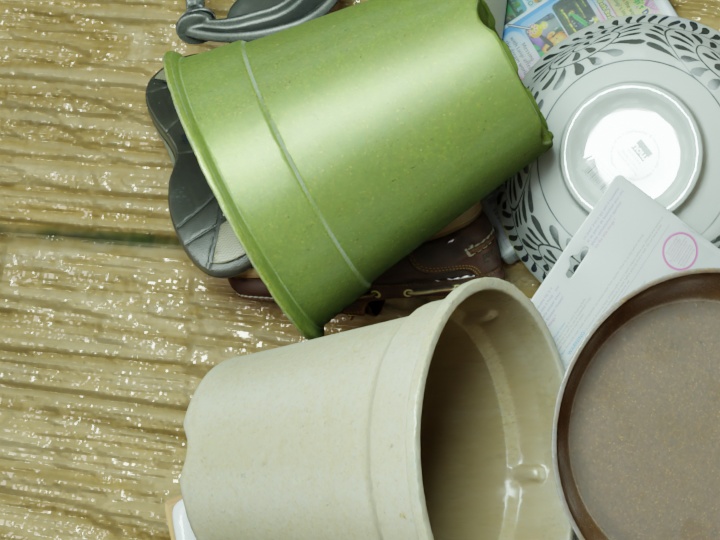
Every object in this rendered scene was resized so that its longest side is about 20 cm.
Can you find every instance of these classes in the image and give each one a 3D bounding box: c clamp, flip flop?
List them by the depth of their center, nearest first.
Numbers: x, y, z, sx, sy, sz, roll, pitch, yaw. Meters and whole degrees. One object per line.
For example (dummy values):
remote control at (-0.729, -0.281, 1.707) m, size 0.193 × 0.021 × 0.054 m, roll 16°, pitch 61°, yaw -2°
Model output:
flip flop at (-0.099, -0.068, 1.625) m, size 0.081 × 0.058 × 0.201 m, roll -21°, pitch 46°, yaw -4°
c clamp at (-0.094, -0.219, 1.659) m, size 0.170 × 0.027 × 0.201 m, roll -16°, pitch 46°, yaw 1°

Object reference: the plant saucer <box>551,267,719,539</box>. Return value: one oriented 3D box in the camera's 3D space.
plant saucer at (0.203, 0.099, 1.413) m, size 0.199 × 0.034 × 0.202 m, roll 0°, pitch 92°, yaw -14°

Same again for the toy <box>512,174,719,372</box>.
toy at (0.197, 0.045, 1.455) m, size 0.199 × 0.047 × 0.115 m, roll 35°, pitch 87°, yaw -10°

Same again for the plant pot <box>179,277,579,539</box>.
plant pot at (0.003, 0.113, 1.384) m, size 0.182 × 0.200 × 0.202 m, roll -6°, pitch 73°, yaw 30°

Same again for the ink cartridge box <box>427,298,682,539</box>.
ink cartridge box at (0.133, 0.122, 1.490) m, size 0.159 × 0.047 × 0.201 m, roll 13°, pitch 58°, yaw 10°

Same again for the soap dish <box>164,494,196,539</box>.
soap dish at (-0.028, 0.219, 1.516) m, size 0.156 × 0.081 × 0.201 m, roll -20°, pitch 70°, yaw 14°

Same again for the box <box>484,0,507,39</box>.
box at (0.059, -0.211, 1.579) m, size 0.068 × 0.082 × 0.201 m, roll 3°, pitch 73°, yaw 21°

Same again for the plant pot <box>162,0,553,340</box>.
plant pot at (0.010, -0.086, 1.446) m, size 0.189 × 0.200 × 0.201 m, roll -27°, pitch 68°, yaw 6°

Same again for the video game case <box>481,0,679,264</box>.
video game case at (0.126, -0.133, 1.588) m, size 0.181 × 0.024 × 0.201 m, roll -33°, pitch 67°, yaw 9°

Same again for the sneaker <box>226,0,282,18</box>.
sneaker at (-0.025, -0.125, 1.603) m, size 0.076 × 0.091 × 0.200 m, roll -47°, pitch 65°, yaw 4°

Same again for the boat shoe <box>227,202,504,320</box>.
boat shoe at (0.000, 0.000, 1.571) m, size 0.199 × 0.070 × 0.071 m, roll -8°, pitch 117°, yaw 32°

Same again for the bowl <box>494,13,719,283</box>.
bowl at (0.174, -0.069, 1.492) m, size 0.199 × 0.094 × 0.202 m, roll -1°, pitch 85°, yaw 12°
